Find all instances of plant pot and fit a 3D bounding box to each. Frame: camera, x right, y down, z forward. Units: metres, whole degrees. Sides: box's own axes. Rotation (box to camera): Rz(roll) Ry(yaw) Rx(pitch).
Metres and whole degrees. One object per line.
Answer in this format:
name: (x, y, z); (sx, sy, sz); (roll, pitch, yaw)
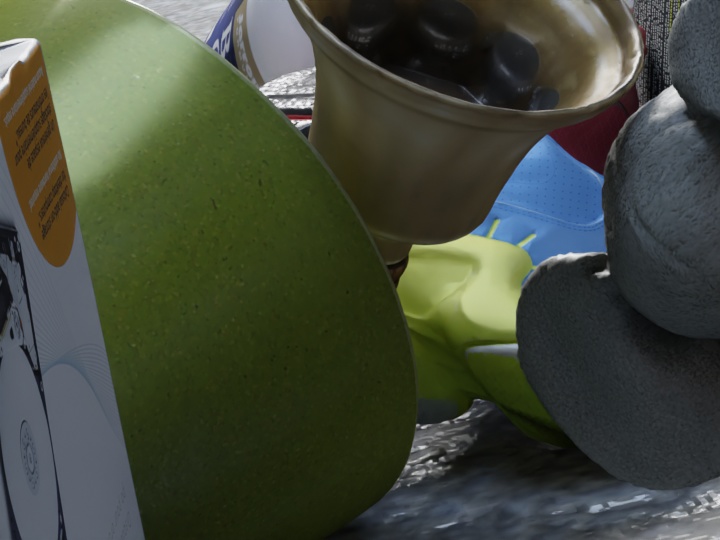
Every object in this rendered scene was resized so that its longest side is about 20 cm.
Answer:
plant pot: (-0.117, 0.051, 0.705); (0.187, 0.188, 0.200); (5, 36, 44)

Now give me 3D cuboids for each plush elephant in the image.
plush elephant: (0.132, -0.012, 0.718); (0.165, 0.155, 0.200); (-51, 7, 38)

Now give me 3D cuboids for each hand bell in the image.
hand bell: (0.000, 0.000, 0.757); (0.104, 0.200, 0.104); (13, 38, -10)

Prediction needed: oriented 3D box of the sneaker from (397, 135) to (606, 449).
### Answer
sneaker: (0.010, -0.006, 0.852); (0.199, 0.076, 0.105); (14, 56, 6)

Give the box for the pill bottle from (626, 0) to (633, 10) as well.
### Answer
pill bottle: (0.166, -0.162, 1.168); (0.112, 0.201, 0.112); (-10, 15, 3)

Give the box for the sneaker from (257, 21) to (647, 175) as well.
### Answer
sneaker: (0.034, -0.037, 0.928); (0.200, 0.087, 0.074); (-16, 14, -38)

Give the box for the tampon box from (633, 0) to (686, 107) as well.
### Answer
tampon box: (0.187, -0.068, 0.929); (0.149, 0.127, 0.200); (-1, 15, -5)

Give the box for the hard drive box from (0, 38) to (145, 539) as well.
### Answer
hard drive box: (-0.093, 0.067, 0.539); (0.077, 0.201, 0.156); (-9, 16, 4)

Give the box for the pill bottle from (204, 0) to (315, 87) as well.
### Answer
pill bottle: (-0.002, -0.094, 1.079); (0.111, 0.111, 0.200); (-16, -9, -18)
